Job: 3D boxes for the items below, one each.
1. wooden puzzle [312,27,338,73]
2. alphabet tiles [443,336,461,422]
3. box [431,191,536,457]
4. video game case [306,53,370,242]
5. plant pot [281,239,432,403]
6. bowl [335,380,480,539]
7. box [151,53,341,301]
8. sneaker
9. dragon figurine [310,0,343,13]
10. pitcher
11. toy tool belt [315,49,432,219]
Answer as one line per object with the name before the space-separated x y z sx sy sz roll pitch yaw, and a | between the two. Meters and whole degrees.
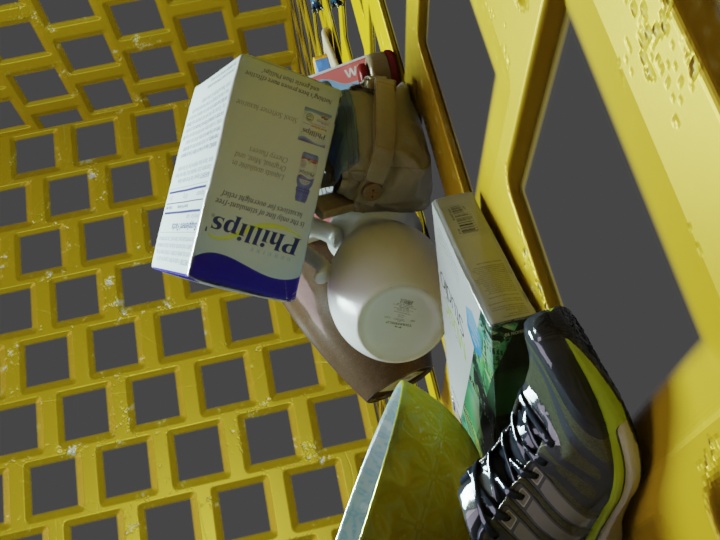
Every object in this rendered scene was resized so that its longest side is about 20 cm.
wooden puzzle | -0.051 -0.315 1.595 0.186 0.046 0.202 83 174 -54
alphabet tiles | 0.112 0.154 0.849 0.201 0.006 0.169 -109 9 -63
box | 0.092 0.065 0.635 0.145 0.036 0.202 -107 5 -52
video game case | -0.027 -0.145 1.018 0.017 0.141 0.203 42 -147 -68
plant pot | 0.005 0.053 1.072 0.202 0.185 0.187 62 172 17
bowl | 0.044 0.191 0.605 0.200 0.106 0.203 20 -90 -89
box | -0.115 -0.082 0.832 0.183 0.103 0.203 6 82 67
sneaker | 0.090 0.106 0.438 0.074 0.080 0.202 -108 7 -54
dragon figurine | -0.065 -0.453 1.280 0.201 0.058 0.100 -106 6 -48
pitcher | 0.000 0.000 0.845 0.201 0.169 0.123 -106 26 -63
toy tool belt | -0.006 -0.138 0.852 0.126 0.121 0.202 83 174 -54
